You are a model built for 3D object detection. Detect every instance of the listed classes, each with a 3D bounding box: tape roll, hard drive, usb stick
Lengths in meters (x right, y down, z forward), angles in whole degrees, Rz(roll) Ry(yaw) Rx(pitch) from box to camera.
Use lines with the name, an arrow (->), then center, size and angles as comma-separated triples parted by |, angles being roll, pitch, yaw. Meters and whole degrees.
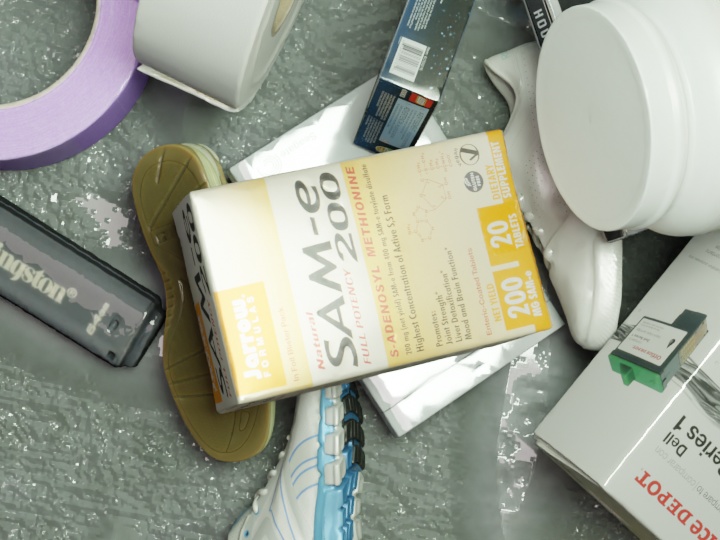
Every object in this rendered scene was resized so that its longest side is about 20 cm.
tape roll -> -0.062, -0.200, 0.915 | 0.070, 0.202, 0.204 | 24, 88, -1
tape roll -> -0.227, -0.166, 0.977 | 0.198, 0.066, 0.202 | 0, 88, -2
hard drive -> 0.023, -0.014, 0.991 | 0.131, 0.027, 0.201 | -33, 89, -10
usb stick -> -0.217, -0.008, 0.988 | 0.199, 0.033, 0.056 | 32, 88, -1

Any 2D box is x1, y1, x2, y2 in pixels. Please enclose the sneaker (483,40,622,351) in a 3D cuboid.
sneaker -> 0.118, -0.046, 0.983 | 0.088, 0.075, 0.202 | -5, 78, 0

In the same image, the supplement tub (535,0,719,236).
supplement tub -> 0.213, -0.100, 0.866 | 0.199, 0.145, 0.146 | -11, 89, -21

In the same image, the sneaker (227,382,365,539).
sneaker -> -0.042, 0.146, 0.972 | 0.086, 0.075, 0.202 | -2, 82, 15

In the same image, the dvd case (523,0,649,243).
dvd case -> 0.175, -0.130, 0.967 | 0.150, 0.025, 0.201 | -18, 89, -38

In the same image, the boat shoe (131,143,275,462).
boat shoe -> -0.091, 0.018, 0.981 | 0.073, 0.063, 0.202 | -16, 91, 19

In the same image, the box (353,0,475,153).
box -> 0.053, -0.177, 0.932 | 0.037, 0.137, 0.201 | 21, 78, -2

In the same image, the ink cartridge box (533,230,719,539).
ink cartridge box -> 0.225, 0.077, 0.945 | 0.146, 0.084, 0.200 | 40, 87, -31

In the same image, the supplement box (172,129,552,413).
supplement box -> 0.000, 0.000, 0.922 | 0.199, 0.073, 0.127 | -13, 86, -17
